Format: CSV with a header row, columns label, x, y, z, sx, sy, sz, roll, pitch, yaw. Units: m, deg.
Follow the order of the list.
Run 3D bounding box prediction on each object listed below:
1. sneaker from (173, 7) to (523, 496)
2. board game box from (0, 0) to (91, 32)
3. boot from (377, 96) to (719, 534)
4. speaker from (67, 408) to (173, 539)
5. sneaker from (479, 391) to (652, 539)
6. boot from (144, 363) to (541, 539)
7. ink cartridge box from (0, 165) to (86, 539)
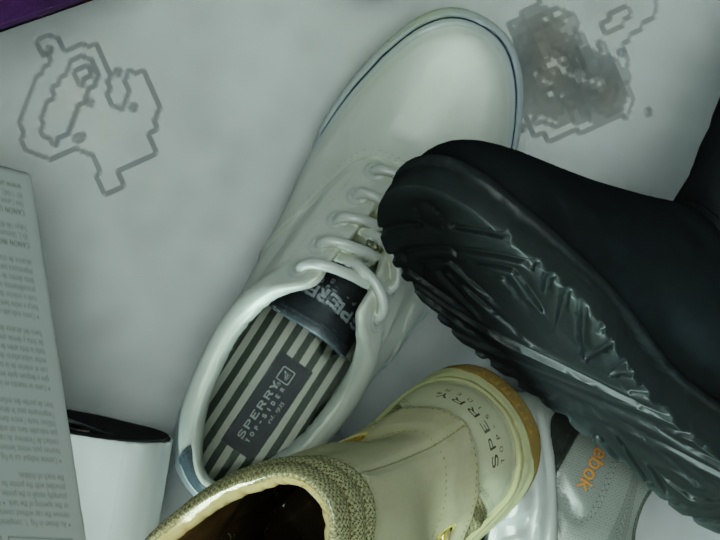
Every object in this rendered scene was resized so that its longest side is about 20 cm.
label,x,y,z,sx,sy,sz,roll,pitch,yaw
sneaker,0.000,0.000,0.966,0.073,0.071,0.201,27,91,-5
board game box,-0.147,-0.131,0.898,0.032,0.200,0.121,-16,97,33
boot,0.110,-0.029,0.932,0.200,0.076,0.169,40,65,-27
speaker,-0.120,0.147,0.961,0.081,0.081,0.201,9,92,-4
sneaker,0.067,0.147,0.979,0.079,0.074,0.202,9,92,-9
boot,-0.038,0.121,0.904,0.073,0.155,0.200,48,116,11
ink cartridge box,-0.152,0.057,0.845,0.057,0.162,0.201,-14,77,30
